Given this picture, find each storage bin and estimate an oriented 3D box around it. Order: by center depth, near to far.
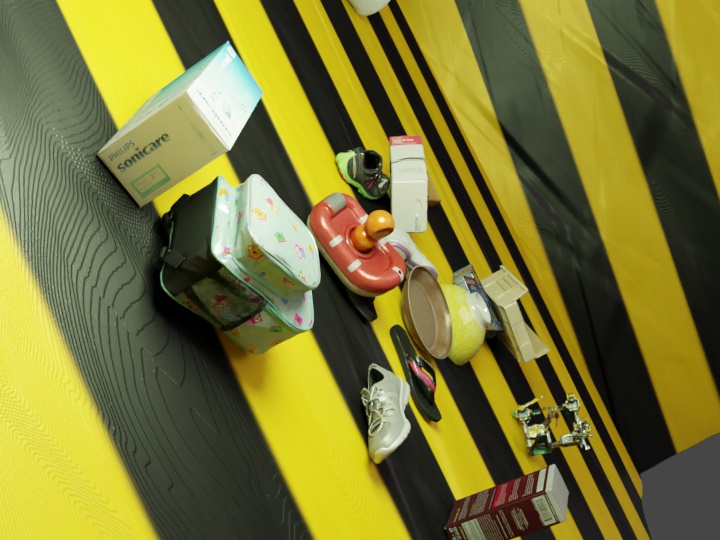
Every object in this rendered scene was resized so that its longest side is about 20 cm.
[{"bbox_3d":[0.421,0.123,2.112,0.199,0.093,0.202,-120,-175,-66],"label":"storage bin"}]

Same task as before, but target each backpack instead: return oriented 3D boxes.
[{"bbox_3d":[-0.133,-0.003,0.943,0.201,0.152,0.177,55,15,-39],"label":"backpack"}]

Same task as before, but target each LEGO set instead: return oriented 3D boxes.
[{"bbox_3d":[0.484,0.385,1.936,0.116,0.197,0.156,63,25,-59],"label":"LEGO set"}]

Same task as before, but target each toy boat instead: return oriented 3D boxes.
[{"bbox_3d":[0.010,-0.057,1.329,0.201,0.130,0.130,52,41,-4],"label":"toy boat"}]

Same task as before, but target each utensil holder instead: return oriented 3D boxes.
[{"bbox_3d":[-0.002,-0.926,2.369,0.200,0.169,0.171,40,30,-44],"label":"utensil holder"}]

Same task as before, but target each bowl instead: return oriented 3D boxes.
[{"bbox_3d":[0.240,0.109,1.784,0.201,0.107,0.201,51,23,-31],"label":"bowl"}]

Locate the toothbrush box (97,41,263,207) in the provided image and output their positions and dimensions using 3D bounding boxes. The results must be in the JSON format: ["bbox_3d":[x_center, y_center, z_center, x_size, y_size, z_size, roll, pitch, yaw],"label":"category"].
[{"bbox_3d":[-0.218,-0.187,0.956,0.086,0.145,0.201,53,21,-23],"label":"toothbrush box"}]

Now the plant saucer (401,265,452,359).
[{"bbox_3d":[0.136,0.091,1.613,0.200,0.036,0.203,39,42,-46],"label":"plant saucer"}]

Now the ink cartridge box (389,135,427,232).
[{"bbox_3d":[0.110,-0.203,1.797,0.201,0.083,0.146,-90,178,-51],"label":"ink cartridge box"}]

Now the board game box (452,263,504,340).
[{"bbox_3d":[0.293,0.079,2.018,0.200,0.061,0.202,15,50,-65],"label":"board game box"}]

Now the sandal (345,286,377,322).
[{"bbox_3d":[0.000,-0.001,1.414,0.076,0.043,0.202,36,33,-51],"label":"sandal"}]

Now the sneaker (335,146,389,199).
[{"bbox_3d":[0.023,-0.214,1.674,0.199,0.083,0.078,20,47,-62],"label":"sneaker"}]

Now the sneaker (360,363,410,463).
[{"bbox_3d":[0.027,0.222,1.198,0.082,0.075,0.200,42,19,-13],"label":"sneaker"}]

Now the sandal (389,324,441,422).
[{"bbox_3d":[0.113,0.191,1.457,0.075,0.045,0.202,10,56,-66],"label":"sandal"}]

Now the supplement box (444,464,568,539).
[{"bbox_3d":[0.250,0.409,1.303,0.061,0.198,0.109,64,20,0],"label":"supplement box"}]

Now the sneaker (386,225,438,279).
[{"bbox_3d":[0.111,-0.035,1.686,0.200,0.074,0.100,46,26,-40],"label":"sneaker"}]

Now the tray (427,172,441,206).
[{"bbox_3d":[0.165,-0.231,2.121,0.100,0.037,0.200,66,19,7],"label":"tray"}]
